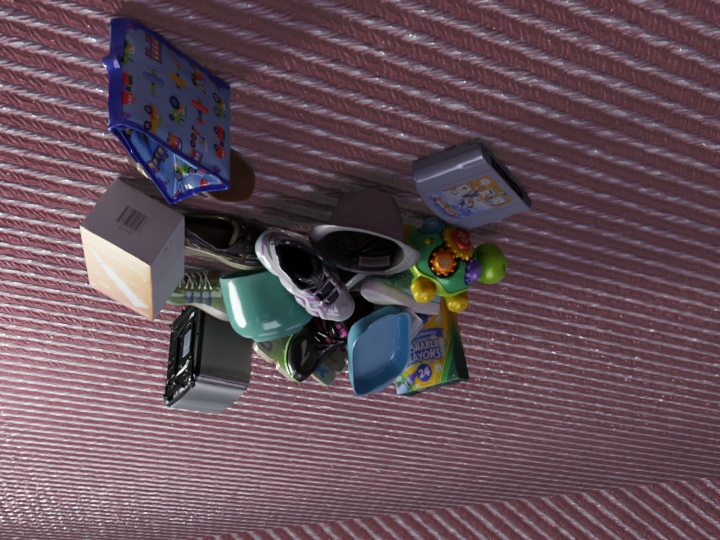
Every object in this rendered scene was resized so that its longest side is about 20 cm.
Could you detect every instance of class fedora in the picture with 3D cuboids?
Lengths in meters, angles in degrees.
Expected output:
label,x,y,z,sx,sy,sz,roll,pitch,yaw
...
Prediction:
label,x,y,z,sx,sy,sz,roll,pitch,yaw
fedora,0.011,-0.066,1.589,0.174,0.092,0.200,13,161,-3

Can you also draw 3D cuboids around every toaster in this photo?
label,x,y,z,sx,sy,sz,roll,pitch,yaw
toaster,-0.284,0.162,1.905,0.117,0.203,0.181,14,148,-24

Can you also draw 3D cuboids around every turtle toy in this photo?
label,x,y,z,sx,sy,sz,roll,pitch,yaw
turtle toy,0.152,-0.018,1.680,0.198,0.147,0.101,15,134,-37

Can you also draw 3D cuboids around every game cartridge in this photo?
label,x,y,z,sx,sy,sz,roll,pitch,yaw
game cartridge,0.166,-0.123,1.576,0.132,0.042,0.200,-22,149,24

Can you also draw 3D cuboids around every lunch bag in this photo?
label,x,y,z,sx,sy,sz,roll,pitch,yaw
lunch bag,-0.241,-0.198,1.238,0.093,0.153,0.200,-13,152,19

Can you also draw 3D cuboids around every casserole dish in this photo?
label,x,y,z,sx,sy,sz,roll,pitch,yaw
casserole dish,0.028,0.132,1.744,0.120,0.039,0.202,-26,142,-20

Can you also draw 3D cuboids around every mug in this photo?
label,x,y,z,sx,sy,sz,roll,pitch,yaw
mug,-0.138,0.050,1.710,0.183,0.116,0.151,-6,-170,41

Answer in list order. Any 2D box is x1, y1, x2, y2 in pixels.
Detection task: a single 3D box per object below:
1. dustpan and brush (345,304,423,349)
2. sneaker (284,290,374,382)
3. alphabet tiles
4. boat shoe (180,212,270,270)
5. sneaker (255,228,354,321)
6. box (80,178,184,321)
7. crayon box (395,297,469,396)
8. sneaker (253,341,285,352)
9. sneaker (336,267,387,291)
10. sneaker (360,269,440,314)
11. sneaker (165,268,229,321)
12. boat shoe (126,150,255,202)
label,x,y,z,sx,sy,sz,roll,pitch,yaw
dustpan and brush,-0.004,0.077,1.833,0.140,0.200,0.057,-51,160,12
sneaker,-0.053,0.105,1.743,0.077,0.200,0.084,47,159,-13
alphabet tiles,-0.103,0.111,1.822,0.195,0.200,0.015,39,130,4
boat shoe,-0.203,-0.048,1.633,0.197,0.074,0.065,6,158,-18
sneaker,-0.072,0.018,1.591,0.199,0.078,0.140,39,173,-20
box,-0.345,-0.028,1.578,0.123,0.098,0.201,28,152,5
crayon box,0.112,0.111,1.842,0.124,0.203,0.051,-19,162,28
sneaker,-0.143,0.114,1.916,0.113,0.076,0.199,2,-176,-25
sneaker,0.000,0.000,1.761,0.079,0.075,0.199,13,149,-42
sneaker,0.069,0.022,1.737,0.073,0.083,0.199,1,171,34
sneaker,-0.274,0.023,1.789,0.199,0.068,0.090,23,132,-38
boat shoe,-0.240,-0.143,1.464,0.198,0.073,0.071,7,-176,-43
